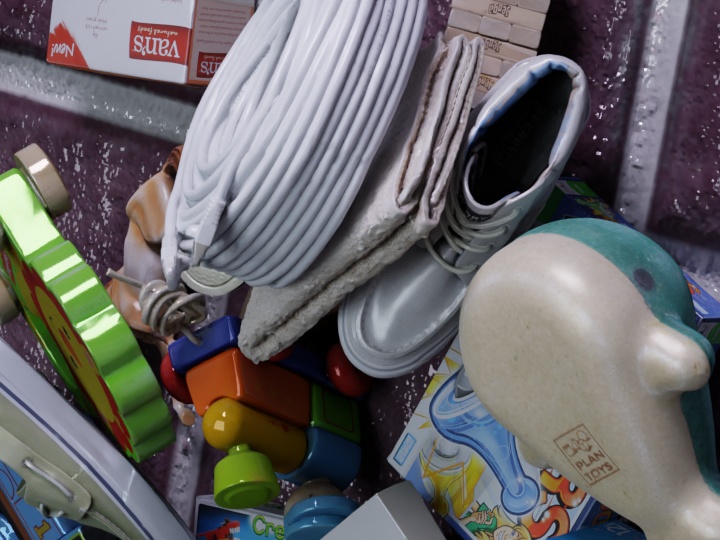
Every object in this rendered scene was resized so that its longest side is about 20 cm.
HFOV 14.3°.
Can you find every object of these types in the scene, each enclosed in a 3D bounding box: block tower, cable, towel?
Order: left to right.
[{"bbox_3d":[-0.032,-0.088,1.530,0.200,0.069,0.200,-57,15,19],"label":"cable"},{"bbox_3d":[-0.003,-0.040,1.545,0.200,0.034,0.133,-40,26,51],"label":"towel"},{"bbox_3d":[0.060,-0.078,1.595,0.054,0.058,0.200,15,89,2],"label":"block tower"}]

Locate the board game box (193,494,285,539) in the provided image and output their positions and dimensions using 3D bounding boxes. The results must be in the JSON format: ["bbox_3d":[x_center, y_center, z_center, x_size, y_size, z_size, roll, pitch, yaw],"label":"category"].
[{"bbox_3d":[-0.024,0.211,1.715,0.200,0.035,0.126,9,96,43],"label":"board game box"}]

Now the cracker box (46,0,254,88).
[{"bbox_3d":[-0.125,-0.219,1.799,0.134,0.058,0.200,11,98,43],"label":"cracker box"}]

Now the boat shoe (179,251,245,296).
[{"bbox_3d":[-0.045,-0.075,1.696,0.072,0.068,0.200,27,95,18],"label":"boat shoe"}]

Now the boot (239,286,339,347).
[{"bbox_3d":[0.000,0.000,1.677,0.075,0.074,0.200,51,120,19],"label":"boot"}]

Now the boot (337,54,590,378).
[{"bbox_3d":[0.052,-0.032,1.518,0.074,0.096,0.200,32,90,3],"label":"boot"}]

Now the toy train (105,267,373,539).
[{"bbox_3d":[-0.074,0.083,1.636,0.085,0.200,0.116,-28,55,31],"label":"toy train"}]

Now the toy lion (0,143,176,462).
[{"bbox_3d":[-0.171,0.034,1.726,0.192,0.069,0.200,56,167,14],"label":"toy lion"}]

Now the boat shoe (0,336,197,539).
[{"bbox_3d":[-0.181,0.116,1.735,0.200,0.072,0.062,45,86,-7],"label":"boat shoe"}]

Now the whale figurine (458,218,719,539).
[{"bbox_3d":[0.142,0.062,1.488,0.200,0.104,0.159,54,143,2],"label":"whale figurine"}]

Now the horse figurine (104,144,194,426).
[{"bbox_3d":[-0.122,-0.001,1.792,0.133,0.050,0.200,51,132,48],"label":"horse figurine"}]

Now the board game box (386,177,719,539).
[{"bbox_3d":[0.108,0.068,1.594,0.135,0.034,0.200,44,117,34],"label":"board game box"}]

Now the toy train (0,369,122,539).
[{"bbox_3d":[-0.191,0.151,1.817,0.114,0.087,0.200,-37,81,42],"label":"toy train"}]

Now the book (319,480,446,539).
[{"bbox_3d":[-0.005,0.227,1.643,0.200,0.048,0.134,-43,73,36],"label":"book"}]

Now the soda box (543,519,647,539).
[{"bbox_3d":[0.181,0.203,1.501,0.200,0.064,0.068,26,115,39],"label":"soda box"}]
